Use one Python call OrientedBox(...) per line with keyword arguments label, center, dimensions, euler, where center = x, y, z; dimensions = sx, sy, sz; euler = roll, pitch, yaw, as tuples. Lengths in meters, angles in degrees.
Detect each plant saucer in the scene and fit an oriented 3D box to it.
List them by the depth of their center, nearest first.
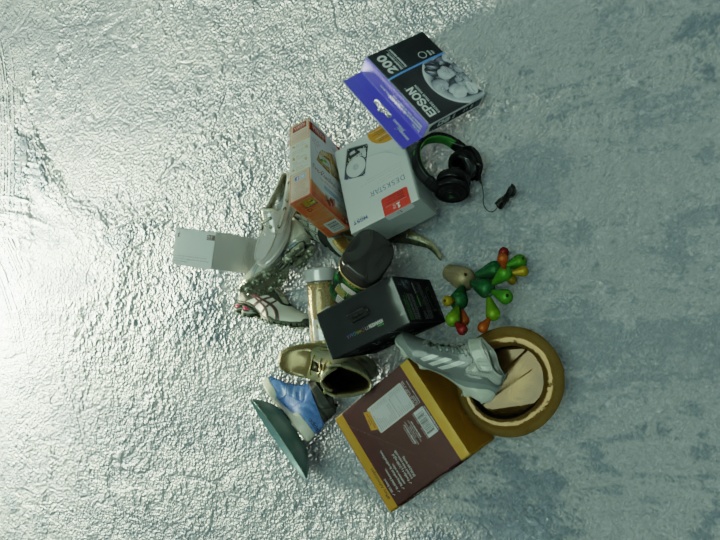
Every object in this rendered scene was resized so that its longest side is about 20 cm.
OrientedBox(label="plant saucer", center=(-0.157, 0.339, 1.362), dimensions=(0.038, 0.202, 0.201), euler=(-33, 68, -17))

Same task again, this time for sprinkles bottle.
OrientedBox(label="sprinkles bottle", center=(-0.075, 0.096, 1.373), dimensions=(0.067, 0.068, 0.203), euler=(-8, 84, 27))

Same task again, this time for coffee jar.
OrientedBox(label="coffee jar", center=(0.000, 0.000, 1.257), dimensions=(0.085, 0.200, 0.105), euler=(35, 69, 3))

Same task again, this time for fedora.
OrientedBox(label="fedora", center=(0.270, 0.196, 1.178), dimensions=(0.198, 0.082, 0.204), euler=(-2, 86, 28))

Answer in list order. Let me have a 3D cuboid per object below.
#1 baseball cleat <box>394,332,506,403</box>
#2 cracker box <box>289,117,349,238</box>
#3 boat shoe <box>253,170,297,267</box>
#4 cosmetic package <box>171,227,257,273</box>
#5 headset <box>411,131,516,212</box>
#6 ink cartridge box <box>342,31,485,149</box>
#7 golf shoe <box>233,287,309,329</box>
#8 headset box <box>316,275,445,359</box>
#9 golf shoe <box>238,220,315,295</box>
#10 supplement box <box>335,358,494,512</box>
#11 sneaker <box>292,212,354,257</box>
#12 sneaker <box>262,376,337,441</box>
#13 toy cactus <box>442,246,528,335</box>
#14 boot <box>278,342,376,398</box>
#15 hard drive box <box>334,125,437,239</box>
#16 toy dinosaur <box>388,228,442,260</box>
OrientedBox(label="baseball cleat", center=(0.160, 0.143, 1.146), dimensions=(0.199, 0.070, 0.107), euler=(31, 111, 10))
OrientedBox(label="cracker box", center=(-0.082, -0.185, 1.316), dimensions=(0.057, 0.134, 0.202), euler=(-22, 53, 24))
OrientedBox(label="boat shoe", center=(-0.178, -0.107, 1.335), dimensions=(0.070, 0.069, 0.202), euler=(9, 74, 40))
OrientedBox(label="cosmetic package", center=(-0.297, -0.039, 1.422), dimensions=(0.112, 0.199, 0.082), euler=(7, 91, 28))
OrientedBox(label="headset", center=(0.190, -0.183, 1.218), dimensions=(0.199, 0.124, 0.094), euler=(37, 148, -2))
OrientedBox(label="ink cartridge box", center=(0.100, -0.348, 1.254), dimensions=(0.199, 0.044, 0.199), euler=(-32, 69, -20))
OrientedBox(label="golf shoe", center=(-0.188, 0.074, 1.432), dimensions=(0.198, 0.077, 0.089), euler=(14, 87, 27))
OrientedBox(label="headset box", center=(0.038, 0.090, 1.240), dimensions=(0.173, 0.199, 0.094), euler=(-28, 76, 24))
OrientedBox(label="golf shoe", center=(-0.183, -0.025, 1.393), dimensions=(0.199, 0.078, 0.098), euler=(-34, 57, 20))
OrientedBox(label="supplement box", center=(0.099, 0.296, 1.229), dimensions=(0.200, 0.132, 0.198), euler=(-42, 70, 23))
OrientedBox(label="sneaker", center=(-0.087, -0.088, 1.397), dimensions=(0.200, 0.075, 0.088), euler=(51, 125, 24))
OrientedBox(label="sneaker", center=(-0.122, 0.262, 1.392), dimensions=(0.111, 0.077, 0.199), euler=(-39, 37, -13))
OrientedBox(label="toy cactus", center=(0.207, 0.023, 1.201), dimensions=(0.200, 0.102, 0.165), euler=(-48, 36, -11))
OrientedBox(label="boot", center=(-0.070, 0.190, 1.253), dimensions=(0.197, 0.155, 0.073), euler=(8, 94, 3))
OrientedBox(label="hard drive box", center=(0.046, -0.171, 1.285), dimensions=(0.155, 0.077, 0.202), euler=(-26, 58, 22))
OrientedBox(label="toy dinosaur", center=(0.082, -0.088, 1.315), dimensions=(0.198, 0.047, 0.089), euler=(16, 102, 25))
